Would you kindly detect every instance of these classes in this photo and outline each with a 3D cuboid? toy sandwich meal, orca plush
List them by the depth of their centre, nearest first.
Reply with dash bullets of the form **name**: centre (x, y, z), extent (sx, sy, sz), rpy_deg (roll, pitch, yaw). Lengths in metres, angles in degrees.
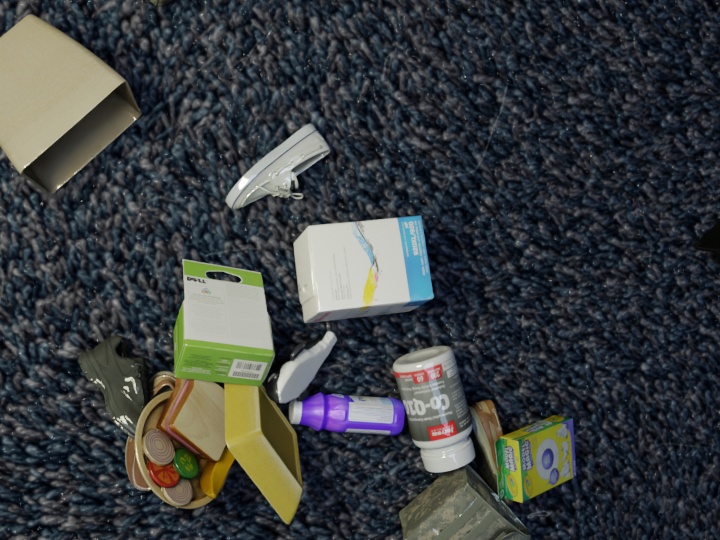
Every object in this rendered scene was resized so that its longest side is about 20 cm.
- **toy sandwich meal**: centre (-0.261, 0.269, 1.358), extent (0.204, 0.070, 0.207), rpy_deg (30, 48, -39)
- **orca plush**: centre (-0.113, 0.149, 1.481), extent (0.201, 0.070, 0.106), rpy_deg (-58, 146, -35)

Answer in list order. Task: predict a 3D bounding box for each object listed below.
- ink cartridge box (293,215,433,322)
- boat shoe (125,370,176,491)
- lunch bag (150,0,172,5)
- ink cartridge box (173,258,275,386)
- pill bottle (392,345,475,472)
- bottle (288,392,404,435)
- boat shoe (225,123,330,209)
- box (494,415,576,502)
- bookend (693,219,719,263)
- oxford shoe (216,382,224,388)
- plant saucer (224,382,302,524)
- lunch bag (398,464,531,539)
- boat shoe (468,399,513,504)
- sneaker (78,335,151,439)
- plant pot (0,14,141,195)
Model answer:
- **ink cartridge box**: centre (0.000, 0.000, 1.462), extent (0.198, 0.147, 0.146), rpy_deg (-6, 81, -15)
- **boat shoe**: centre (-0.345, 0.269, 1.435), extent (0.075, 0.072, 0.202), rpy_deg (10, 91, -16)
- **lunch bag**: centre (-0.295, -0.525, 1.330), extent (0.139, 0.200, 0.169), rpy_deg (-32, 102, -12)
- **ink cartridge box**: centre (-0.228, 0.083, 1.423), extent (0.146, 0.201, 0.076), rpy_deg (10, 128, -21)
- **pill bottle**: centre (0.135, 0.246, 1.542), extent (0.113, 0.114, 0.202), rpy_deg (-17, 95, -14)
- **bottle**: centre (-0.025, 0.250, 1.517), extent (0.198, 0.083, 0.066), rpy_deg (6, 85, -15)
- **boat shoe**: centre (-0.130, -0.154, 1.463), extent (0.202, 0.075, 0.086), rpy_deg (-41, 86, -16)
- **box**: centre (0.322, 0.347, 1.598), extent (0.199, 0.048, 0.119), rpy_deg (-10, 97, -40)
- **bookend**: centre (0.809, -0.038, 1.726), extent (0.199, 0.092, 0.200), rpy_deg (-43, 105, -7)
- **oxford shoe**: centre (-0.261, 0.237, 1.465), extent (0.074, 0.058, 0.202), rpy_deg (19, 90, -18)
- **plant saucer**: centre (-0.150, 0.271, 1.397), extent (0.048, 0.201, 0.201), rpy_deg (-27, 120, 6)
- **lunch bag**: centre (0.193, 0.474, 1.562), extent (0.164, 0.118, 0.200), rpy_deg (-43, 105, 10)
- **boat shoe**: centre (0.252, 0.334, 1.606), extent (0.073, 0.076, 0.202), rpy_deg (-24, 100, -16)
- **sneaker**: centre (-0.368, 0.190, 1.386), extent (0.090, 0.076, 0.201), rpy_deg (-37, 76, -4)
- **plant pot**: centre (-0.476, -0.259, 1.311), extent (0.200, 0.200, 0.177), rpy_deg (-44, 92, -9)
